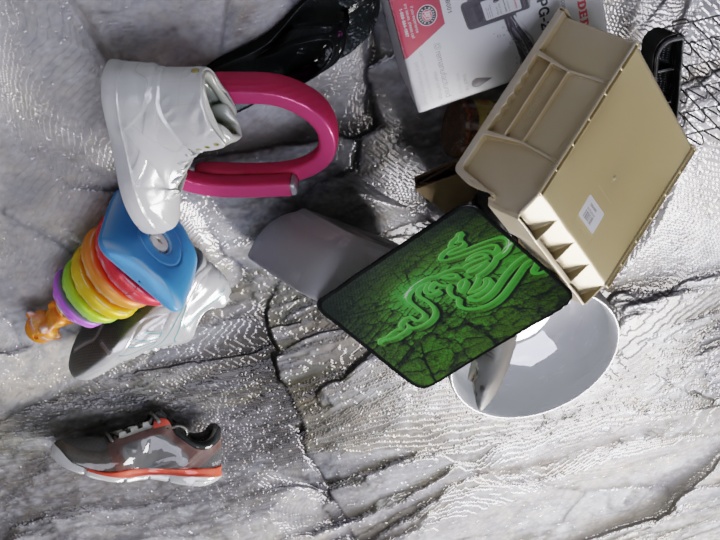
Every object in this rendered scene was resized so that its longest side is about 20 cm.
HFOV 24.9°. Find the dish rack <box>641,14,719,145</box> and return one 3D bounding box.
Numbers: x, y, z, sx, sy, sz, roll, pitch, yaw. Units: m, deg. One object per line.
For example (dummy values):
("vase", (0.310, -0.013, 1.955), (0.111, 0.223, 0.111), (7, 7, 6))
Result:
("dish rack", (0.373, -0.194, 1.667), (0.200, 0.055, 0.154), (-15, 127, -17))

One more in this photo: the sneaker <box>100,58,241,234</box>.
("sneaker", (-0.166, -0.108, 1.525), (0.115, 0.074, 0.200), (3, 137, 11))

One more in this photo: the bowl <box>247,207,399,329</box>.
("bowl", (0.000, 0.000, 1.666), (0.200, 0.200, 0.075), (19, 95, -27))

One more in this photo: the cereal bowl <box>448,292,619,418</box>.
("cereal bowl", (0.186, 0.070, 1.847), (0.200, 0.083, 0.200), (-9, 133, -10))

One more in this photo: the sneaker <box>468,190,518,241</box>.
("sneaker", (0.118, -0.029, 1.671), (0.088, 0.074, 0.200), (-8, 153, 3))

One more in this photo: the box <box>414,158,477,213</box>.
("box", (0.173, -0.079, 1.693), (0.163, 0.021, 0.200), (-21, 151, 24))

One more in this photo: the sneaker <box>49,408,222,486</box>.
("sneaker", (-0.250, 0.192, 1.844), (0.200, 0.077, 0.082), (6, 101, -23))

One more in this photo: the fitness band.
("fitness band", (-0.121, -0.130, 1.573), (0.200, 0.037, 0.144), (-1, 141, 8))

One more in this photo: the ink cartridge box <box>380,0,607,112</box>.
("ink cartridge box", (0.125, -0.255, 1.537), (0.200, 0.083, 0.145), (-19, 134, -1))

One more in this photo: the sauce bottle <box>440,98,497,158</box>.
("sauce bottle", (0.184, -0.138, 1.676), (0.200, 0.066, 0.066), (4, 129, -22))

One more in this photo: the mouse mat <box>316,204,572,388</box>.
("mouse mat", (0.078, 0.029, 1.541), (0.200, 0.008, 0.161), (-35, 122, 28))

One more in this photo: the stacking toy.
("stacking toy", (-0.270, 0.019, 1.659), (0.200, 0.110, 0.116), (-34, 117, 28))

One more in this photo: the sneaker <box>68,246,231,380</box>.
("sneaker", (-0.221, 0.061, 1.722), (0.200, 0.070, 0.080), (-36, 134, 14))

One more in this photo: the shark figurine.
("shark figurine", (0.141, 0.024, 1.612), (0.089, 0.128, 0.215), (7, 134, 25))

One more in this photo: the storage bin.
("storage bin", (0.203, -0.100, 1.529), (0.199, 0.094, 0.200), (-56, 144, -9))

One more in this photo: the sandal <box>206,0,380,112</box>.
("sandal", (-0.062, -0.202, 1.551), (0.200, 0.048, 0.075), (-32, 132, 13))
